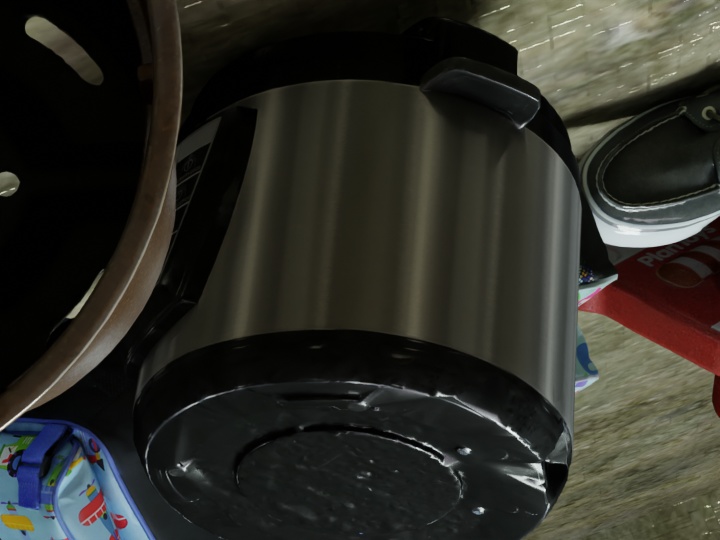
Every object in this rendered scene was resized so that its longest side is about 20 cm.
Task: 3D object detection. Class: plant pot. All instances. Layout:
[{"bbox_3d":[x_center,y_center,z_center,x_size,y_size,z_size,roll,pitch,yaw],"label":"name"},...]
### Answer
[{"bbox_3d":[-0.137,-0.035,0.629,0.200,0.200,0.198,-19,174,0],"label":"plant pot"}]

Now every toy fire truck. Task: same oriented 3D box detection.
[{"bbox_3d":[0.215,-0.009,1.245,0.200,0.168,0.112,-28,134,-36],"label":"toy fire truck"}]

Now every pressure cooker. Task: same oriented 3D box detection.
[{"bbox_3d":[0.002,0.001,0.928,0.176,0.200,0.179,-6,146,20],"label":"pressure cooker"}]

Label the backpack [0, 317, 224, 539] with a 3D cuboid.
[{"bbox_3d":[-0.134,0.111,1.067,0.200,0.183,0.135,3,-145,42],"label":"backpack"}]

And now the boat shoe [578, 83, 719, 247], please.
[{"bbox_3d":[0.197,-0.072,1.169,0.200,0.069,0.057,-21,163,-19],"label":"boat shoe"}]

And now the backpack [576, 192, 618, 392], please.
[{"bbox_3d":[0.006,0.026,1.126,0.200,0.151,0.178,-5,162,-31],"label":"backpack"}]
